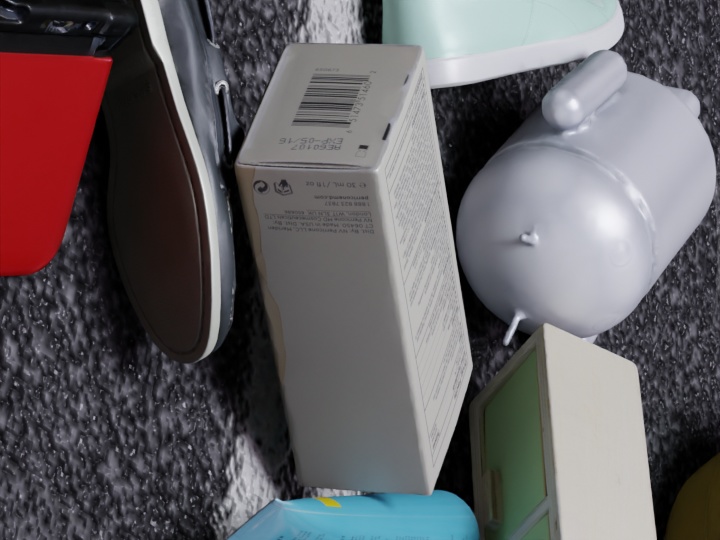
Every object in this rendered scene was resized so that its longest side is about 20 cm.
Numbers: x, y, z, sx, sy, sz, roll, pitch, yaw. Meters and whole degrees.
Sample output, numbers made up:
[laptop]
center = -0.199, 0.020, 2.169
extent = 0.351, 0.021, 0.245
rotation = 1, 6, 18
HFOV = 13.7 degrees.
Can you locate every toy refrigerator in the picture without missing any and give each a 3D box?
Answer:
[toy refrigerator]
center = 0.102, 0.128, 1.544
extent = 0.070, 0.076, 0.200
rotation = 24, 39, -22

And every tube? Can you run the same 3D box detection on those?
[tube]
center = -0.012, 0.135, 1.464
extent = 0.050, 0.077, 0.200
rotation = 52, 23, 23

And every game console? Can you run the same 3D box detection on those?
[game console]
center = -0.203, -0.098, 1.271
extent = 0.200, 0.119, 0.173
rotation = -2, 54, -56

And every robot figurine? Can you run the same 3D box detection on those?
[robot figurine]
center = 0.124, -0.036, 1.652
extent = 0.200, 0.113, 0.170
rotation = -47, 138, -50

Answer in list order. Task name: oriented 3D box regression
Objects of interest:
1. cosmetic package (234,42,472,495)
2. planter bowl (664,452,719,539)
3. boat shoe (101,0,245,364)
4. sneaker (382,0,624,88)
[cosmetic package]
center = 0.000, 0.000, 1.436
extent = 0.104, 0.073, 0.201
rotation = -69, 157, -49
[planter bowl]
center = 0.240, 0.173, 1.803
extent = 0.200, 0.083, 0.201
rotation = 17, 69, -54
[boat shoe]
center = -0.082, -0.059, 1.391
extent = 0.066, 0.074, 0.200
rotation = -11, 83, -44
[sneaker]
center = 0.081, -0.171, 1.646
extent = 0.200, 0.074, 0.119
rotation = -18, 105, -53
